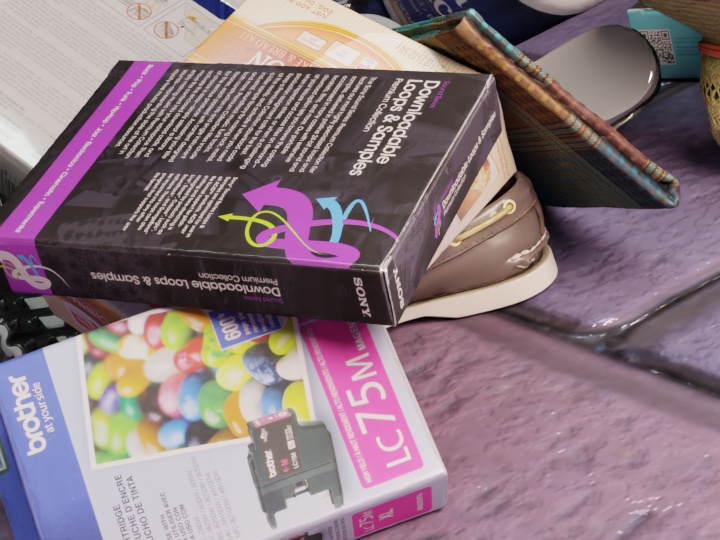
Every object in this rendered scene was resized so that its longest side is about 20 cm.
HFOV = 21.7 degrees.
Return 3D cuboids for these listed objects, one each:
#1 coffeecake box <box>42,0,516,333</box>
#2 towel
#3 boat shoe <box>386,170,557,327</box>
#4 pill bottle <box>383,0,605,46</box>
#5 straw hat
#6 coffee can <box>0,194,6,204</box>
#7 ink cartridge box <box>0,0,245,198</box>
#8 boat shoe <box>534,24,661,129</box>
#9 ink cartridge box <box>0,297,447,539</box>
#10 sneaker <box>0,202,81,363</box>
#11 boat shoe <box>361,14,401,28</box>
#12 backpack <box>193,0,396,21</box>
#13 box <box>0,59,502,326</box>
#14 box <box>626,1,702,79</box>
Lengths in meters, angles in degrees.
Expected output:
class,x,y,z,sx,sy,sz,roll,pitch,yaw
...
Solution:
class,x,y,z,sx,sy,sz,roll,pitch,yaw
coffeecake box,-0.047,-0.033,0.921,0.153,0.073,0.200,30,68,32
towel,0.074,-0.080,0.975,0.022,0.146,0.200,-55,14,-8
boat shoe,0.000,0.000,0.973,0.198,0.060,0.072,-14,22,5
pill bottle,0.098,-0.198,1.111,0.111,0.112,0.200,-26,3,-25
straw hat,0.229,-0.104,1.025,0.199,0.086,0.201,8,11,-1
coffee can,-0.275,-0.044,1.161,0.199,0.147,0.146,-28,24,-27
ink cartridge box,-0.152,-0.115,1.115,0.162,0.050,0.200,36,51,22
boat shoe,0.087,-0.081,1.119,0.199,0.071,0.064,-21,-13,11
ink cartridge box,-0.075,0.075,0.787,0.198,0.042,0.120,-20,63,-6
sneaker,-0.204,0.024,1.031,0.066,0.091,0.200,-9,45,-42
boat shoe,-0.035,-0.065,1.074,0.091,0.071,0.201,-48,6,48
backpack,-0.003,-0.196,1.271,0.199,0.169,0.162,-16,-7,-34
box,-0.051,-0.039,0.832,0.198,0.036,0.143,4,40,25
box,0.267,-0.188,1.260,0.082,0.050,0.200,4,29,41
